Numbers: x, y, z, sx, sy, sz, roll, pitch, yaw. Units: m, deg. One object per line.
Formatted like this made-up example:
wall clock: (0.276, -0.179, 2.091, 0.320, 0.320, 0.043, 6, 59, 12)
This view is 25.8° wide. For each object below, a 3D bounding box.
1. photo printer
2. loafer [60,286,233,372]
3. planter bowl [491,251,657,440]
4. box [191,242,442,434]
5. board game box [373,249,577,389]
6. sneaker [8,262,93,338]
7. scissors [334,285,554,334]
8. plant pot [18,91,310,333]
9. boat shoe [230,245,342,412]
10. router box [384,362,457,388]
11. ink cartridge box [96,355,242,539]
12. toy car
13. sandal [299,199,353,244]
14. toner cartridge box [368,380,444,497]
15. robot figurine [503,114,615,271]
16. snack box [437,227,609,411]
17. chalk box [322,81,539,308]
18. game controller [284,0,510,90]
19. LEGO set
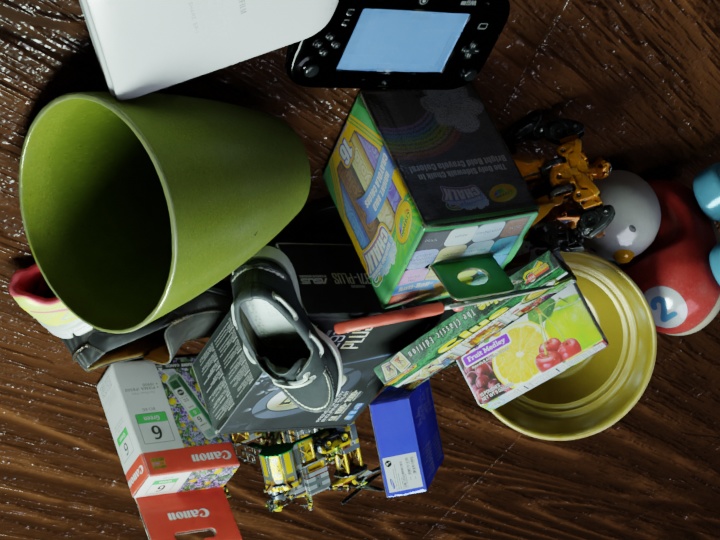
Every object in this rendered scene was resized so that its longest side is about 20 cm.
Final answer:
photo printer: (-0.105, -0.215, 1.132, 0.199, 0.070, 0.167, -20, 152, -8)
loafer: (-0.198, 0.062, 1.529, 0.199, 0.073, 0.073, -7, 146, -32)
planter bowl: (0.207, 0.071, 1.662, 0.199, 0.201, 0.083, -27, -173, 5)
box: (-0.044, 0.068, 1.527, 0.163, 0.086, 0.200, 2, 142, -36)
board game box: (0.111, 0.050, 1.502, 0.199, 0.024, 0.105, -35, 162, 11)
sneaker: (-0.224, -0.011, 1.383, 0.200, 0.078, 0.090, -35, 144, 16)
scissors: (0.076, 0.034, 1.396, 0.199, 0.014, 0.073, -10, 176, 4)
plant pot: (-0.139, -0.066, 1.275, 0.199, 0.188, 0.187, -20, 157, -45)
boat shoe: (-0.068, 0.068, 1.382, 0.075, 0.061, 0.200, -14, 133, 16)
router box: (0.017, 0.094, 1.705, 0.148, 0.051, 0.200, -1, 167, -38)
ink cartridge box: (-0.188, 0.186, 1.613, 0.108, 0.201, 0.050, -2, 146, -35)
toy car: (0.289, -0.034, 1.669, 0.199, 0.178, 0.184, 22, 141, -38)
sandal: (0.000, 0.000, 1.572, 0.075, 0.045, 0.200, -20, 138, 10)
toner cartridge box: (0.050, 0.167, 1.617, 0.043, 0.096, 0.200, -10, -179, 8)
robot figurine: (0.147, -0.067, 1.521, 0.199, 0.146, 0.058, -18, 159, 6)
snack box: (0.139, 0.019, 1.581, 0.142, 0.201, 0.053, -29, 164, 9)
chalk box: (0.068, -0.051, 1.408, 0.124, 0.201, 0.124, -8, 149, -26)
game controller: (0.032, -0.195, 1.305, 0.199, 0.042, 0.104, -4, 146, -35)
LEGO set: (-0.077, 0.219, 1.683, 0.153, 0.117, 0.199, -23, -163, -40)
